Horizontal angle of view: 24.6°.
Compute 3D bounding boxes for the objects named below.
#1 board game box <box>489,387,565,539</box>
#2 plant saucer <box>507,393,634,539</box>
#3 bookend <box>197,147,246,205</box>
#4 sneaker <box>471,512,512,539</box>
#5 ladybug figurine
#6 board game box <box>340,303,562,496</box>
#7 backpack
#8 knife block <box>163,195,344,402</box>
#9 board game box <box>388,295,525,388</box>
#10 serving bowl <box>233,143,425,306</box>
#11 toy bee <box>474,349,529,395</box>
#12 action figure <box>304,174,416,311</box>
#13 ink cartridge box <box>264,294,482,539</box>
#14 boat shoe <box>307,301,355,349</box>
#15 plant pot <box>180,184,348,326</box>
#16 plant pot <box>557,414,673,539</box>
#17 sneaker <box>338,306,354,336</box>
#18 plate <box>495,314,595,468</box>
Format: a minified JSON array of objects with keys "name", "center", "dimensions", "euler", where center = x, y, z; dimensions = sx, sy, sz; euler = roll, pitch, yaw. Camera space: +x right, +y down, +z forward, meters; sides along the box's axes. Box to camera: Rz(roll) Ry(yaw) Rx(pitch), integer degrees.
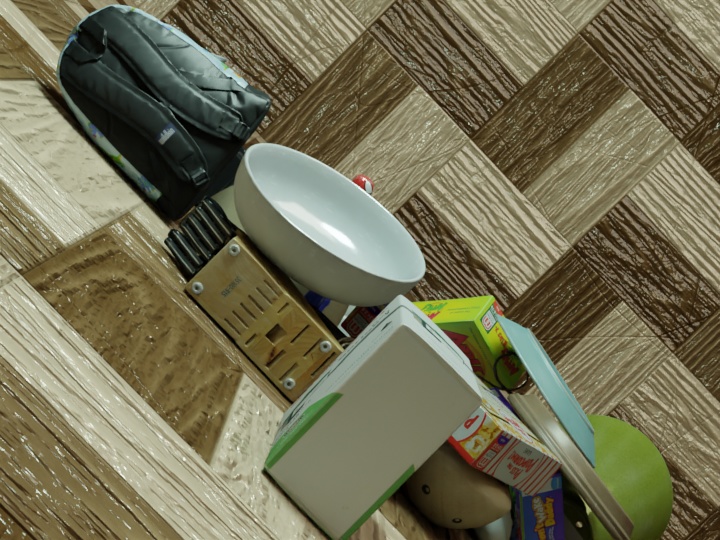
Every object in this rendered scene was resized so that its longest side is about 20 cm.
[{"name":"board game box","center":[0.160,0.229,1.739],"dimensions":[0.200,0.044,0.135],"euler":[-125,-153,-65]},{"name":"plant saucer","center":[0.222,0.204,1.711],"dimensions":[0.201,0.029,0.200],"euler":[54,2,-3]},{"name":"bookend","center":[-0.134,-0.092,1.992],"dimensions":[0.199,0.092,0.200],"euler":[42,5,-41]},{"name":"sneaker","center":[0.096,0.203,1.707],"dimensions":[0.077,0.080,0.201],"euler":[110,-38,-59]},{"name":"ladybug figurine","center":[0.080,0.192,1.587],"dimensions":[0.136,0.072,0.200],"euler":[45,5,-5]},{"name":"board game box","center":[0.087,0.117,1.559],"dimensions":[0.200,0.046,0.151],"euler":[46,7,33]},{"name":"backpack","center":[-0.216,-0.174,1.669],"dimensions":[0.200,0.163,0.154],"euler":[38,-3,-14]},{"name":"knife block","center":[-0.095,0.022,1.509],"dimensions":[0.200,0.064,0.176],"euler":[46,5,-1]},{"name":"board game box","center":[0.094,0.089,1.966],"dimensions":[0.199,0.048,0.102],"euler":[-5,-57,46]},{"name":"serving bowl","center":[-0.039,-0.031,1.522],"dimensions":[0.199,0.066,0.200],"euler":[31,21,-14]},{"name":"toy bee","center":[0.075,0.123,1.886],"dimensions":[0.199,0.131,0.109],"euler":[29,-16,2]},{"name":"action figure","center":[0.000,0.000,1.625],"dimensions":[0.098,0.201,0.065],"euler":[15,-24,-2]},{"name":"ink cartridge box","center":[0.010,0.104,1.233],"dimensions":[0.084,0.146,0.200],"euler":[44,4,-3]},{"name":"boat shoe","center":[-0.004,0.093,1.498],"dimensions":[0.074,0.074,0.200],"euler":[-22,60,-40]},{"name":"plant pot","center":[-0.071,-0.027,1.728],"dimensions":[0.200,0.134,0.200],"euler":[46,5,-5]},{"name":"plant pot","center":[0.246,0.278,1.896],"dimensions":[0.187,0.187,0.200],"euler":[47,22,10]},{"name":"sneaker","center":[-0.067,0.022,1.897],"dimensions":[0.200,0.077,0.082],"euler":[46,-23,-21]},{"name":"plate","center":[0.212,0.127,1.821],"dimensions":[0.201,0.025,0.200],"euler":[56,6,-10]}]
